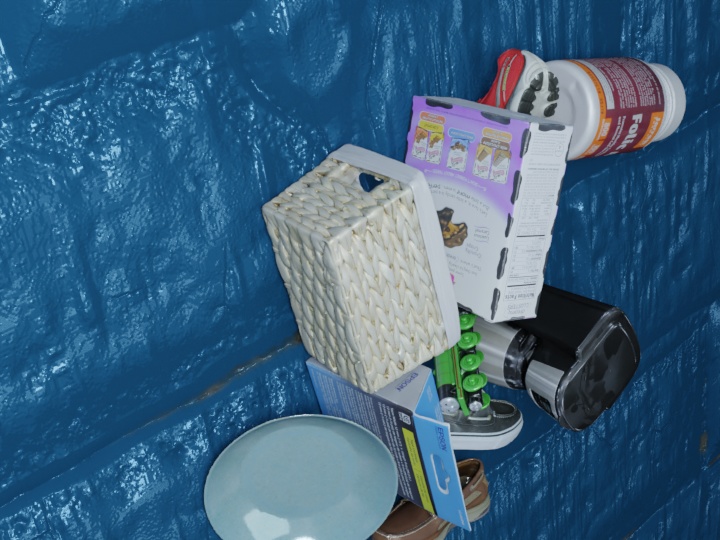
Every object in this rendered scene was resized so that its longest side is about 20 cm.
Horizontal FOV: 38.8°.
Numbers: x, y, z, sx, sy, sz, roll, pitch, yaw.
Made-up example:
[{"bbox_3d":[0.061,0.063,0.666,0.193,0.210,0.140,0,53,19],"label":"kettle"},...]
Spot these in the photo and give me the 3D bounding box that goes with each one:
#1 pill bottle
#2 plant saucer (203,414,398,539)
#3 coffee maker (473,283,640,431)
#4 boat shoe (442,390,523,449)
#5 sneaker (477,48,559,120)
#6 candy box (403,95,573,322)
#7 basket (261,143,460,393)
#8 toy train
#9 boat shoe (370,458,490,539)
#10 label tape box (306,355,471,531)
[{"bbox_3d":[0.289,-0.193,1.209,0.199,0.114,0.115,-12,114,-39],"label":"pill bottle"},{"bbox_3d":[-0.061,0.217,1.053,0.199,0.039,0.203,-4,121,-6],"label":"plant saucer"},{"bbox_3d":[0.213,0.062,1.176,0.134,0.199,0.194,23,90,-46],"label":"coffee maker"},{"bbox_3d":[0.127,0.171,1.228,0.199,0.072,0.072,-1,111,-41],"label":"boat shoe"},{"bbox_3d":[0.159,-0.152,1.132,0.076,0.085,0.201,-10,134,-32],"label":"sneaker"},{"bbox_3d":[0.118,-0.068,1.060,0.071,0.167,0.202,-4,109,-40],"label":"candy box"},{"bbox_3d":[0.000,0.000,1.003,0.123,0.135,0.201,-31,125,-25],"label":"basket"},{"bbox_3d":[0.102,0.076,1.104,0.056,0.201,0.042,-15,129,12],"label":"toy train"},{"bbox_3d":[0.085,0.280,1.237,0.199,0.075,0.073,-17,114,-48],"label":"boat shoe"},{"bbox_3d":[0.044,0.162,1.057,0.066,0.199,0.144,-38,128,-32],"label":"label tape box"}]
